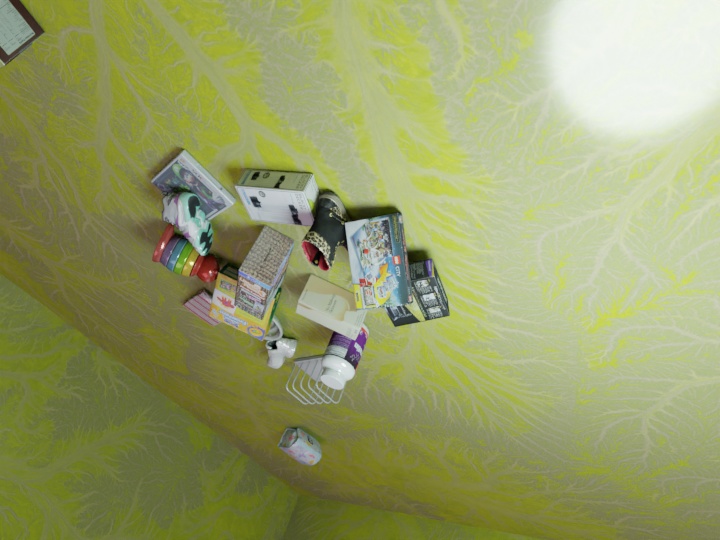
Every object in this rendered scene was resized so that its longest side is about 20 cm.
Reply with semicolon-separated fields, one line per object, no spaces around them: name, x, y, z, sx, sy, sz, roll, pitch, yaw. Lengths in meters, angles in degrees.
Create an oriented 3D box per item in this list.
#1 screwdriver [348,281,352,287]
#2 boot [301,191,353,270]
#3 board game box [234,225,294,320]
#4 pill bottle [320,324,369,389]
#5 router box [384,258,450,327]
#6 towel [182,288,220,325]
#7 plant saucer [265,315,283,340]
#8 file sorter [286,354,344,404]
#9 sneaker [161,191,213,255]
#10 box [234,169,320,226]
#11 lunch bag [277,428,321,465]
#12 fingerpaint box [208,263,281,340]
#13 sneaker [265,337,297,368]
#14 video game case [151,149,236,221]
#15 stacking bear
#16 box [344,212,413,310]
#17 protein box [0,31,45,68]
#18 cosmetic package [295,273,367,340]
screwdriver;0.000;0.000;1.400;0.028;0.029;0.200;6;149;-27
boot;-0.060;-0.063;1.251;0.071;0.154;0.202;-2;137;32
board game box;-0.270;0.010;1.468;0.094;0.163;0.202;25;145;-2
pill bottle;-0.051;0.251;1.604;0.109;0.204;0.114;15;146;11
router box;0.129;0.061;1.312;0.152;0.054;0.202;-12;144;15
towel;-0.561;0.140;1.936;0.146;0.030;0.197;41;145;-21
plant saucer;-0.347;0.162;1.807;0.193;0.051;0.203;18;144;13
file sorter;-0.163;0.411;1.946;0.196;0.127;0.139;-16;128;44
sneaker;-0.493;-0.137;1.462;0.135;0.079;0.205;13;134;19
box;-0.192;-0.175;1.270;0.193;0.061;0.119;9;142;22
lunch bag;-0.292;0.876;2.624;0.169;0.129;0.198;40;152;-18
fingerpaint box;-0.365;0.100;1.666;0.194;0.074;0.171;23;118;2
sneaker;-0.307;0.287;1.915;0.097;0.080;0.200;27;137;-19
video game case;-0.450;-0.215;1.414;0.197;0.024;0.182;-18;126;45
stacking bear;-0.526;-0.034;1.624;0.195;0.116;0.121;28;146;-12
box;0.043;-0.018;1.212;0.132;0.037;0.208;-7;91;22
protein box;-0.844;-0.547;1.134;0.193;0.138;0.202;-2;137;32
cosmetic package;-0.079;0.105;1.523;0.194;0.107;0.072;23;144;0
